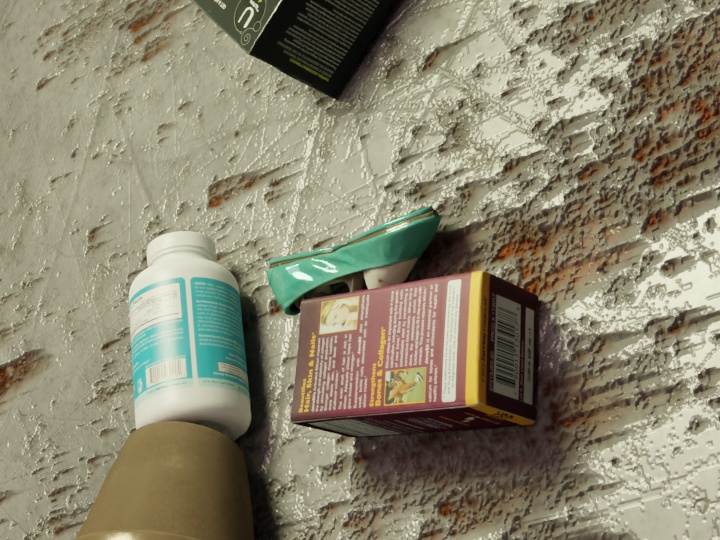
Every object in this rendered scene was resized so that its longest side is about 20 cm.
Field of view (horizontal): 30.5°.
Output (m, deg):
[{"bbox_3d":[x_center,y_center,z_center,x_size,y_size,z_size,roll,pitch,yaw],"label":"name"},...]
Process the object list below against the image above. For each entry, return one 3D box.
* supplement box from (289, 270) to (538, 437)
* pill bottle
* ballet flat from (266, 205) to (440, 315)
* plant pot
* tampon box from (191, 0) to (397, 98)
[{"bbox_3d":[0.043,0.075,1.107,0.199,0.085,0.111,-10,68,39],"label":"supplement box"},{"bbox_3d":[-0.168,0.065,1.285,0.110,0.111,0.201,-26,58,32],"label":"pill bottle"},{"bbox_3d":[0.000,0.000,1.201,0.199,0.067,0.071,-18,87,37],"label":"ballet flat"},{"bbox_3d":[-0.169,0.236,1.184,0.200,0.200,0.175,-23,43,34],"label":"plant pot"},{"bbox_3d":[-0.048,-0.304,1.305,0.200,0.126,0.150,-55,46,13],"label":"tampon box"}]
